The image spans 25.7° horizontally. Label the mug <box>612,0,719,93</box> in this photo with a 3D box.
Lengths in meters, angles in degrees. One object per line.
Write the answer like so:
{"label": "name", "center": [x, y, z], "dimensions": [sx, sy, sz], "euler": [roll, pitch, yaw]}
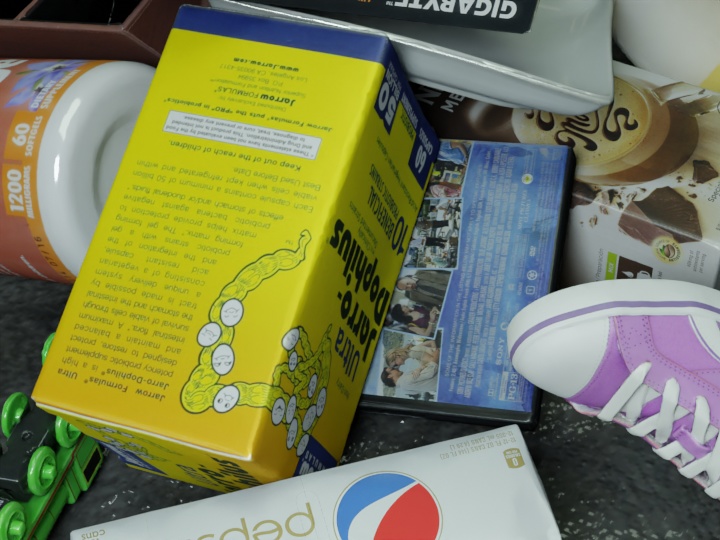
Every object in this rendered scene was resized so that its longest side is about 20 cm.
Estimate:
{"label": "mug", "center": [0.243, -0.171, 0.905], "dimensions": [0.149, 0.187, 0.153], "euler": [22, 66, 46]}

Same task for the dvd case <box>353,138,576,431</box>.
{"label": "dvd case", "center": [0.000, 0.000, 0.786], "dimensions": [0.199, 0.018, 0.143], "euler": [5, 72, 17]}

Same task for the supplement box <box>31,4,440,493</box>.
{"label": "supplement box", "center": [-0.050, -0.004, 0.729], "dimensions": [0.109, 0.109, 0.201], "euler": [12, 73, 20]}

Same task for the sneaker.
{"label": "sneaker", "center": [0.162, 0.074, 0.699], "dimensions": [0.200, 0.073, 0.115], "euler": [13, 50, -12]}

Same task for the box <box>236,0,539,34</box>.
{"label": "box", "center": [-0.028, -0.174, 0.775], "dimensions": [0.199, 0.046, 0.159], "euler": [2, 28, -23]}

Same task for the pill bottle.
{"label": "pill bottle", "center": [-0.186, -0.054, 0.815], "dimensions": [0.200, 0.112, 0.112], "euler": [6, 43, 35]}

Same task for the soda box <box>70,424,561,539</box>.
{"label": "soda box", "center": [-0.018, 0.129, 0.676], "dimensions": [0.199, 0.068, 0.064], "euler": [-13, 56, -10]}

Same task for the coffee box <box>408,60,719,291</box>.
{"label": "coffee box", "center": [0.115, -0.053, 0.846], "dimensions": [0.200, 0.080, 0.113], "euler": [21, 50, 21]}

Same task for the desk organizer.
{"label": "desk organizer", "center": [-0.177, -0.146, 0.827], "dimensions": [0.199, 0.077, 0.072], "euler": [7, 79, 26]}

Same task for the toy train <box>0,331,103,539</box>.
{"label": "toy train", "center": [-0.148, 0.088, 0.735], "dimensions": [0.042, 0.057, 0.200], "euler": [6, 45, 19]}

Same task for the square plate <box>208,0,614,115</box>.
{"label": "square plate", "center": [0.032, -0.134, 0.812], "dimensions": [0.197, 0.029, 0.200], "euler": [15, 26, 2]}
